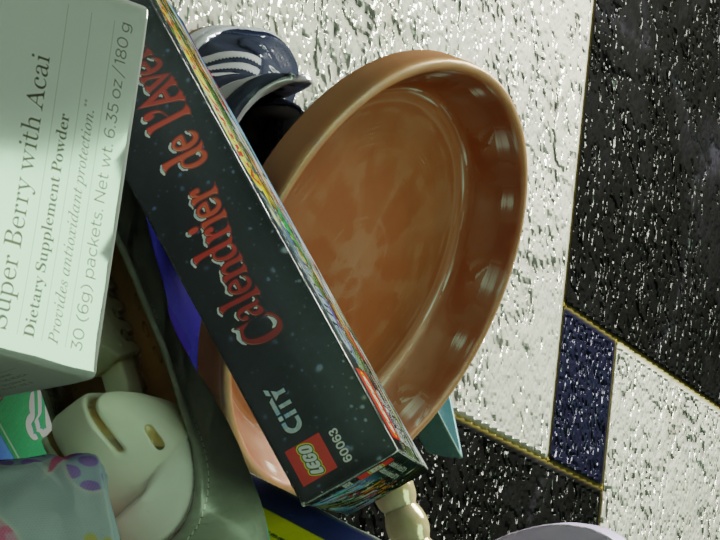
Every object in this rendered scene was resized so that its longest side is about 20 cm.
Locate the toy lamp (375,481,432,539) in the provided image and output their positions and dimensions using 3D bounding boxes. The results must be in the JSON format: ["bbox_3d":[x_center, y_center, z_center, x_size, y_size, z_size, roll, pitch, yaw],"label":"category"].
[{"bbox_3d":[0.013,0.105,1.147,0.058,0.058,0.201,-1,65,-63],"label":"toy lamp"}]

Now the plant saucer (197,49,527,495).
[{"bbox_3d":[0.000,0.000,0.998,0.200,0.032,0.201,-34,138,-38],"label":"plant saucer"}]

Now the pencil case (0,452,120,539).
[{"bbox_3d":[-0.169,0.104,0.708,0.083,0.199,0.091,-163,-109,-72],"label":"pencil case"}]

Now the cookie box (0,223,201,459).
[{"bbox_3d":[-0.143,0.026,0.888,0.172,0.075,0.201,-65,145,-40],"label":"cookie box"}]

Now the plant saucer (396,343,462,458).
[{"bbox_3d":[0.020,0.018,1.177,0.200,0.019,0.070,-101,165,-60],"label":"plant saucer"}]

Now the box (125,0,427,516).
[{"bbox_3d":[-0.044,-0.011,0.820,0.201,0.038,0.137,61,1,9],"label":"box"}]

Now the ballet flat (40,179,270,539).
[{"bbox_3d":[-0.089,0.039,0.790,0.064,0.067,0.201,17,46,-56],"label":"ballet flat"}]

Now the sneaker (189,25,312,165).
[{"bbox_3d":[-0.049,-0.066,1.038,0.200,0.108,0.071,-33,120,-59],"label":"sneaker"}]

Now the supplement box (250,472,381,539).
[{"bbox_3d":[-0.083,0.169,0.815,0.200,0.109,0.109,-39,144,-46],"label":"supplement box"}]

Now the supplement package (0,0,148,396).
[{"bbox_3d":[-0.182,-0.041,0.680,0.199,0.119,0.122,17,73,-35],"label":"supplement package"}]

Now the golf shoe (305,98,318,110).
[{"bbox_3d":[-0.036,0.004,1.109,0.078,0.094,0.201,41,80,-40],"label":"golf shoe"}]

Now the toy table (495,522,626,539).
[{"bbox_3d":[0.096,0.225,1.275,0.184,0.200,0.117,56,16,17],"label":"toy table"}]
